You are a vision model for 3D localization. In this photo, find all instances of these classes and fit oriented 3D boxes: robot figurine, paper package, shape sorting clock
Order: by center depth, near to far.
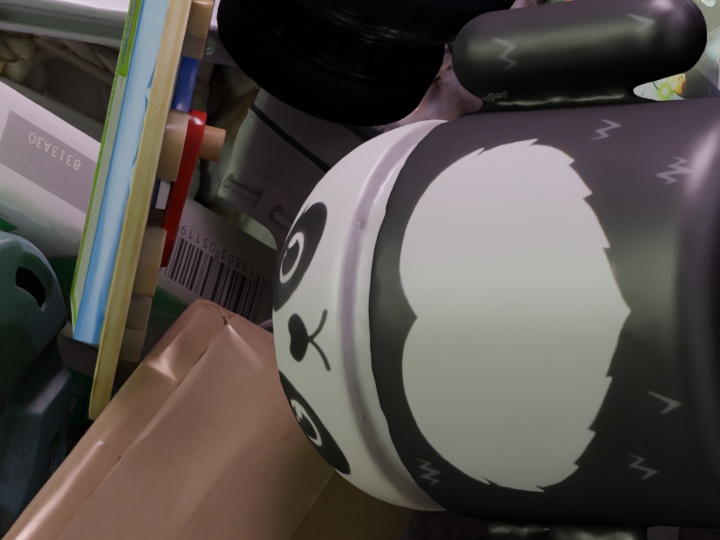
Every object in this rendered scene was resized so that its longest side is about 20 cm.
[{"bbox_3d":[0.069,0.013,0.685,0.200,0.125,0.150,-1,51,34],"label":"robot figurine"},{"bbox_3d":[-0.081,0.137,0.766,0.200,0.103,0.191,-58,-2,41],"label":"paper package"},{"bbox_3d":[-0.066,-0.047,0.802,0.200,0.039,0.200,-169,90,-81],"label":"shape sorting clock"}]

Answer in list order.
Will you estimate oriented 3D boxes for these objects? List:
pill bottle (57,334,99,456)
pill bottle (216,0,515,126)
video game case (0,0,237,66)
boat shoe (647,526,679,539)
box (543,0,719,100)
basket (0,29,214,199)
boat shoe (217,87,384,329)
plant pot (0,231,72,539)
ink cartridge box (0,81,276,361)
[{"bbox_3d":[-0.191,0.110,0.996,0.113,0.113,0.200,15,84,50],"label":"pill bottle"},{"bbox_3d":[0.023,-0.152,0.834,0.200,0.112,0.112,-61,37,36],"label":"pill bottle"},{"bbox_3d":[-0.105,-0.162,0.959,0.200,0.182,0.022,-96,20,-44],"label":"video game case"},{"bbox_3d":[0.025,0.128,0.788,0.200,0.072,0.066,-56,43,24],"label":"boat shoe"},{"bbox_3d":[0.153,-0.083,0.732,0.200,0.040,0.137,-45,63,25],"label":"box"},{"bbox_3d":[-0.168,-0.087,1.050,0.200,0.136,0.123,-5,65,47],"label":"basket"},{"bbox_3d":[-0.004,-0.002,0.872,0.086,0.075,0.202,-60,38,9],"label":"boat shoe"},{"bbox_3d":[-0.222,0.048,0.866,0.196,0.200,0.200,7,76,14],"label":"plant pot"},{"bbox_3d":[-0.154,-0.009,0.972,0.200,0.161,0.050,-12,57,44],"label":"ink cartridge box"}]
